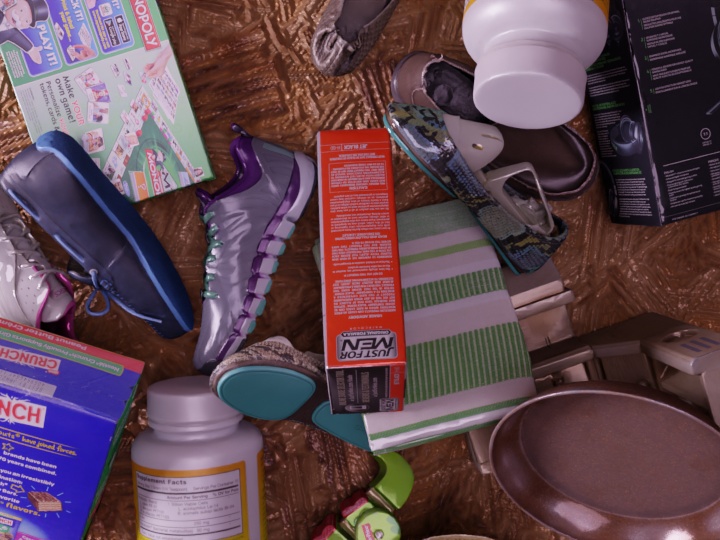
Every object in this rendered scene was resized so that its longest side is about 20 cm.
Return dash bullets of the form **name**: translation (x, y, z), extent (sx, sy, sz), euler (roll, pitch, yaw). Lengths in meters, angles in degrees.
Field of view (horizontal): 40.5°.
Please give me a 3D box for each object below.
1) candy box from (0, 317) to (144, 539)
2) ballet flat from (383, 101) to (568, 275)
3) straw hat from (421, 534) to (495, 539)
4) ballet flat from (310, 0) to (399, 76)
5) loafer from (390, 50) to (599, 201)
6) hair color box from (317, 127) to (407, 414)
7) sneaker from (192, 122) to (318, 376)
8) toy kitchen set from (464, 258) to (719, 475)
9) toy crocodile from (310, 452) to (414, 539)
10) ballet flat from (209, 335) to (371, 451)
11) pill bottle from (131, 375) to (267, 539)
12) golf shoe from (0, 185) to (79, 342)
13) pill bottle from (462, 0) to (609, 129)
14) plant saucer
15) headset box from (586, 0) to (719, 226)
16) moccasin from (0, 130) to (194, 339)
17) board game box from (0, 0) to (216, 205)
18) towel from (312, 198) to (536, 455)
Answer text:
- **candy box**: translation (-0.279, 0.138, 0.762), extent (0.168, 0.077, 0.201), euler (20, 124, -9)
- **ballet flat**: translation (0.102, -0.079, 0.795), extent (0.074, 0.074, 0.200), euler (-48, 121, 0)
- **straw hat**: translation (0.073, 0.307, 0.857), extent (0.199, 0.085, 0.203), euler (0, 99, -2)
- **ballet flat**: translation (0.017, -0.253, 0.813), extent (0.067, 0.046, 0.201), euler (29, 92, -9)
- **loafer**: translation (0.116, -0.118, 0.826), extent (0.199, 0.071, 0.073), euler (26, 92, -9)
- **hair color box**: translation (0.000, 0.000, 0.761), extent (0.061, 0.102, 0.202), euler (-2, 63, 0)
- **sneaker**: translation (-0.112, -0.017, 0.806), extent (0.087, 0.074, 0.201), euler (25, 82, -19)
- **toy kitchen set**: translation (0.179, 0.073, 0.798), extent (0.198, 0.180, 0.164), euler (-19, 97, -4)
- **toy crocodile**: translation (-0.023, 0.244, 0.849), extent (0.062, 0.068, 0.200), euler (42, 88, -3)
- **ballet flat**: translation (-0.045, 0.094, 0.807), extent (0.199, 0.076, 0.068), euler (25, 121, -35)
- **pill bottle**: translation (-0.132, 0.193, 0.809), extent (0.108, 0.109, 0.202), euler (-3, 96, -6)
- **golf shoe**: translation (-0.270, 0.001, 0.781), extent (0.091, 0.075, 0.202), euler (-7, 105, 22)
- **pill bottle**: translation (0.139, -0.219, 0.764), extent (0.112, 0.113, 0.202), euler (12, 70, -8)
- **plant saucer**: translation (0.198, 0.148, 0.744), extent (0.199, 0.200, 0.035), euler (33, 48, -8)
- **headset box**: translation (0.287, -0.155, 0.822), extent (0.173, 0.093, 0.202), euler (-15, 98, -12)
- **moccasin**: translation (-0.208, -0.020, 0.784), extent (0.068, 0.081, 0.201), euler (-29, 116, 6)
- **board game box**: translation (-0.213, -0.151, 0.805), extent (0.134, 0.029, 0.202), euler (-18, 97, -5)
- **towel**: translation (0.053, 0.041, 0.809), extent (0.151, 0.023, 0.201), euler (-13, 63, -6)
